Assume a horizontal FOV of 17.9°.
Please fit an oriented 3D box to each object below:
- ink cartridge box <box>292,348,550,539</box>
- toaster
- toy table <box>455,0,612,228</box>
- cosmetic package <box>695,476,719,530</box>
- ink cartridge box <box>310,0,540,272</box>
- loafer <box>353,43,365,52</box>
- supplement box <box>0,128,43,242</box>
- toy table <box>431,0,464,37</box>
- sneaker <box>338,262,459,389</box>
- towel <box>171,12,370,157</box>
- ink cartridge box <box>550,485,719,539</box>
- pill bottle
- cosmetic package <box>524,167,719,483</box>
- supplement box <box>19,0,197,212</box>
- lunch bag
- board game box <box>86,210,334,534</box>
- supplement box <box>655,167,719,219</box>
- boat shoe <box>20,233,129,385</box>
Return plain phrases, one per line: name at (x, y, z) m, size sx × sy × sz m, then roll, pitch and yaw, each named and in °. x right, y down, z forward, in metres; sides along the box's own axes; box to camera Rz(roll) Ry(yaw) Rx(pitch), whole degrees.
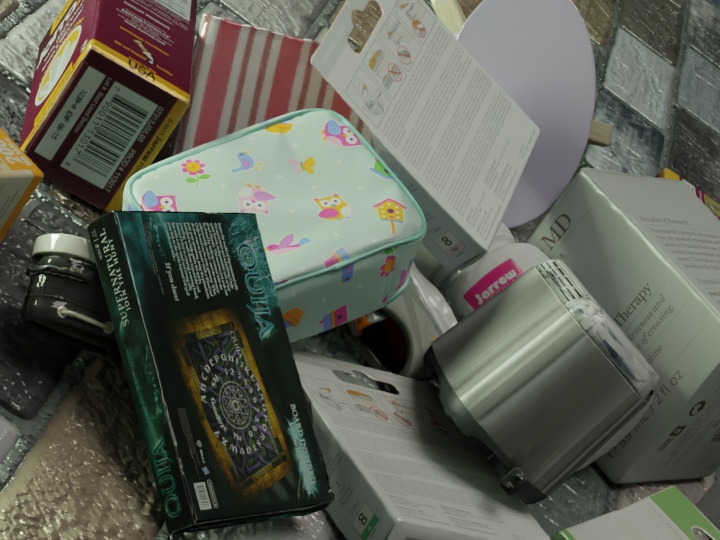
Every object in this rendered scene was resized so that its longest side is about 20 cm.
ink cartridge box at (0.028, 0.138, 1.578) m, size 0.160 × 0.050 × 0.200 m, roll 17°, pitch 22°, yaw -40°
toaster at (0.127, 0.075, 1.614) m, size 0.114 × 0.129 × 0.200 m, roll 48°, pitch 5°, yaw -13°
toy table at (0.126, -0.133, 1.901) m, size 0.183 × 0.201 × 0.117 m, roll 21°, pitch -1°, yaw -2°
cosmetic package at (0.374, 0.211, 1.896) m, size 0.199 × 0.074 × 0.102 m, roll 12°, pitch 35°, yaw -49°
ink cartridge box at (0.042, -0.121, 1.745) m, size 0.200 × 0.057 × 0.163 m, roll 43°, pitch 42°, yaw -14°
loafer at (0.012, -0.119, 1.987) m, size 0.067 × 0.076 × 0.201 m, roll 27°, pitch 35°, yaw -25°
supplement box at (-0.311, -0.072, 1.427) m, size 0.126 × 0.074 × 0.200 m, roll 46°, pitch 25°, yaw 20°
toy table at (0.113, -0.163, 2.072) m, size 0.117 × 0.183 × 0.201 m, roll -105°, pitch 180°, yaw -49°
sneaker at (0.000, 0.000, 1.710) m, size 0.201 × 0.074 × 0.079 m, roll 56°, pitch 34°, yaw 2°
towel at (-0.050, -0.105, 1.762) m, size 0.199 × 0.147 × 0.030 m, roll 12°, pitch 0°, yaw -27°
ink cartridge box at (0.223, 0.236, 1.662) m, size 0.146 × 0.048 × 0.200 m, roll 47°, pitch 24°, yaw 19°
pill bottle at (0.127, 0.052, 1.779) m, size 0.200 × 0.114 × 0.113 m, roll 48°, pitch 25°, yaw 24°
cosmetic package at (0.237, 0.046, 1.878) m, size 0.166 × 0.168 × 0.200 m, roll 3°, pitch 40°, yaw -53°
supplement box at (-0.185, -0.146, 1.697) m, size 0.085 × 0.111 × 0.200 m, roll 29°, pitch 24°, yaw -18°
lunch bag at (-0.063, -0.029, 1.615) m, size 0.199 × 0.077 × 0.160 m, roll -21°, pitch 54°, yaw -31°
board game box at (-0.092, 0.060, 1.439) m, size 0.135 × 0.028 × 0.201 m, roll 0°, pitch 70°, yaw -51°
supplement box at (0.337, 0.016, 2.159) m, size 0.199 × 0.103 × 0.131 m, roll 33°, pitch 23°, yaw -8°
boat shoe at (-0.139, 0.046, 1.474) m, size 0.200 × 0.074 × 0.061 m, roll 38°, pitch 59°, yaw -43°
